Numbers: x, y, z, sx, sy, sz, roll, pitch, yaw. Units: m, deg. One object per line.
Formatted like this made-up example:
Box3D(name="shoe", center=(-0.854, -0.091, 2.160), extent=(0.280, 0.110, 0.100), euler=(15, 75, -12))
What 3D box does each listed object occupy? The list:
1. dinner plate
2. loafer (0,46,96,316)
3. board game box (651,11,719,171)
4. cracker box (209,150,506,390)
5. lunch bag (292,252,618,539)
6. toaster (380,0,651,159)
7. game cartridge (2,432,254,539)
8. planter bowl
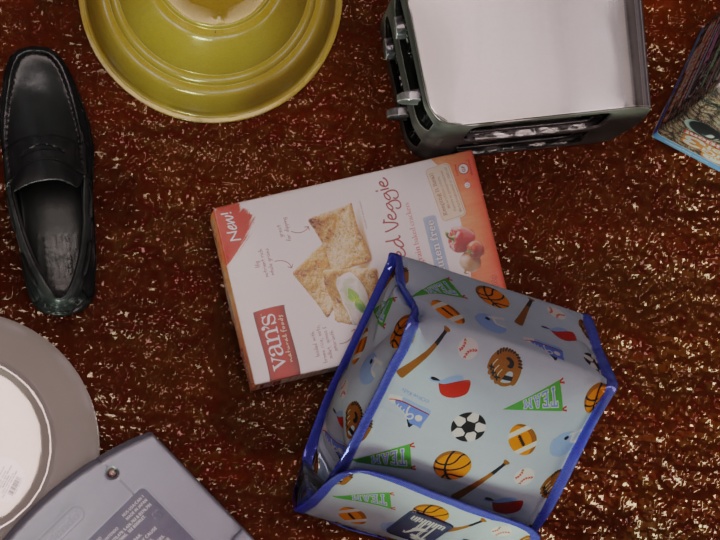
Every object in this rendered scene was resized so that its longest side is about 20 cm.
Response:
Box3D(name="dinner plate", center=(-0.289, 0.128, 1.664), extent=(0.199, 0.024, 0.201), euler=(1, 84, -7))
Box3D(name="loafer", center=(-0.224, -0.067, 1.671), extent=(0.068, 0.070, 0.201), euler=(-7, 84, -7))
Box3D(name="board game box", center=(0.321, -0.120, 1.671), extent=(0.159, 0.200, 0.097), euler=(27, 82, -2))
Box3D(name="cracker box", center=(0.000, 0.000, 1.693), extent=(0.199, 0.058, 0.134), euler=(-14, 85, -7))
Box3D(name="lunch bag", center=(0.062, 0.115, 1.632), extent=(0.170, 0.124, 0.200), euler=(19, 116, -16))
Box3D(name="toaster", center=(0.117, -0.155, 1.667), extent=(0.199, 0.181, 0.119), euler=(-6, 86, -6))
Box3D(name="game cartridge", center=(-0.189, 0.218, 1.648), extent=(0.200, 0.041, 0.133), euler=(-44, 102, -10))
Box3D(name="planter bowl", center=(-0.108, -0.215, 1.696), extent=(0.200, 0.083, 0.201), euler=(1, 82, -6))
